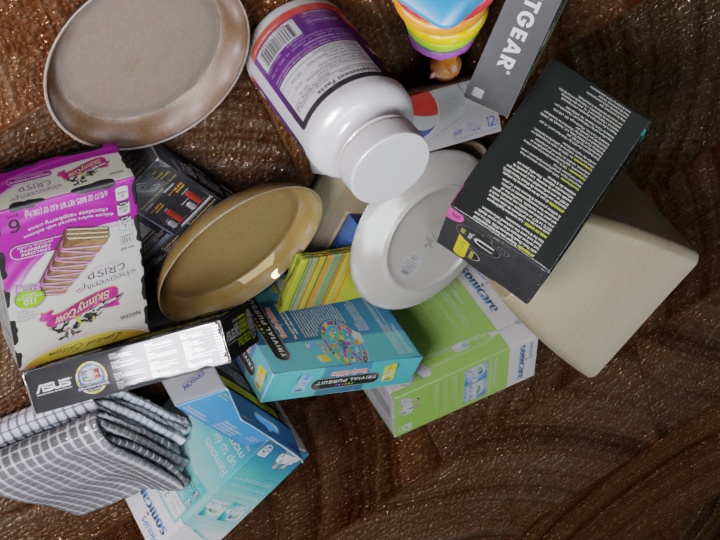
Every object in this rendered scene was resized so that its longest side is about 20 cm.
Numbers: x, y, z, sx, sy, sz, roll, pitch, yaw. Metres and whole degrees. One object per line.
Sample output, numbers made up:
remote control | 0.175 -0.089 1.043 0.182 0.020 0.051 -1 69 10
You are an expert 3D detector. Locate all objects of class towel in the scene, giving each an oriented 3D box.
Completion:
towel | 0.000 0.000 1.701 0.200 0.018 0.086 -10 141 -35
towel | -0.301 0.206 1.686 0.166 0.086 0.200 -24 149 19

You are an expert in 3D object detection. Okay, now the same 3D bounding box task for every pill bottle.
pill bottle | -0.019 -0.158 1.433 0.111 0.200 0.111 -22 143 -18

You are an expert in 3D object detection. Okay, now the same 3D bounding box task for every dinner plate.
dinner plate | 0.075 -0.040 1.691 0.200 0.024 0.200 -22 132 -27

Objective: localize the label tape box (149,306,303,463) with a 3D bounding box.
label tape box | -0.155 0.127 1.647 0.066 0.200 0.143 -38 144 8

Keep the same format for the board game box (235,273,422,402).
board game box | -0.053 0.069 1.706 0.200 0.151 0.047 -4 135 -35

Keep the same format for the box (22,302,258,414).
box | -0.211 0.085 1.505 0.200 0.044 0.160 -15 -178 8

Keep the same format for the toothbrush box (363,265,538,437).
toothbrush box | 0.093 0.091 1.852 0.200 0.146 0.086 -24 142 -16

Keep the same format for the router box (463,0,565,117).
router box | 0.178 -0.273 1.513 0.200 0.052 0.157 -67 175 35

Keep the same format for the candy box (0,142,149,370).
candy box | -0.276 -0.011 1.434 0.136 0.061 0.200 -17 136 -19

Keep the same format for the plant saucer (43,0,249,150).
plant saucer | -0.198 -0.197 1.391 0.200 0.032 0.200 -22 142 -19

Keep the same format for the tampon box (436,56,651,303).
tampon box | 0.190 -0.092 1.611 0.200 0.126 0.150 -54 173 -13

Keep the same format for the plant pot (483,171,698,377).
plant pot | 0.235 -0.028 1.802 0.177 0.200 0.200 24 113 -40

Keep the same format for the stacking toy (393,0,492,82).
stacking toy | 0.084 -0.251 1.511 0.116 0.110 0.200 -44 159 -16

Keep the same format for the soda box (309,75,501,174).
soda box | 0.044 -0.152 1.585 0.200 0.068 0.063 -17 103 -23

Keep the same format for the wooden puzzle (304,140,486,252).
wooden puzzle | 0.034 -0.068 1.700 0.200 0.046 0.185 4 128 -38

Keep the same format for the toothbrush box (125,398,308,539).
toothbrush box | -0.180 0.219 1.780 0.200 0.146 0.085 -45 143 15

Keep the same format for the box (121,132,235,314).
box | -0.233 -0.029 1.536 0.200 0.050 0.158 -43 143 11

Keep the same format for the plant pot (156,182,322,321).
plant pot | -0.128 -0.024 1.563 0.200 0.027 0.200 -33 157 -16
